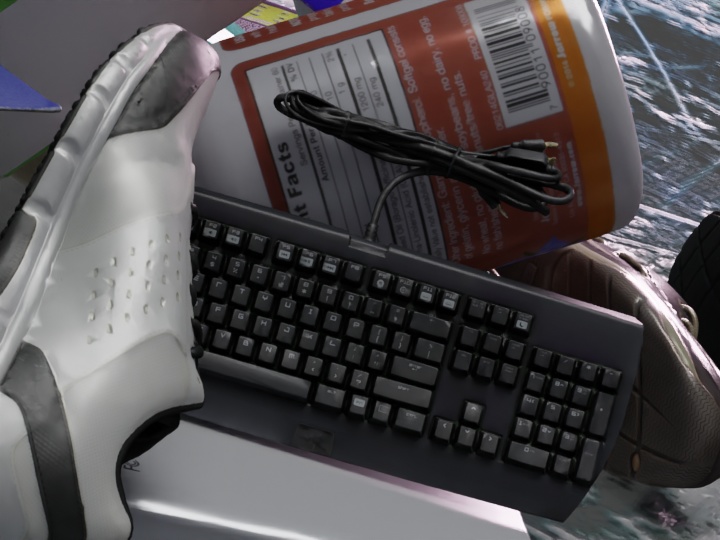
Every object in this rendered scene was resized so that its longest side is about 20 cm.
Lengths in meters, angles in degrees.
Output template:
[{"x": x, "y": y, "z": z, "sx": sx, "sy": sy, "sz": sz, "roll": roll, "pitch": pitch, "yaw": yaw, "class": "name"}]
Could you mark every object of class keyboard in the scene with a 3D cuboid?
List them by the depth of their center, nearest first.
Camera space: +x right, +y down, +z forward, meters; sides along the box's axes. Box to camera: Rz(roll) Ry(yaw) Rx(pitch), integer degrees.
[{"x": 0.000, "y": 0.000, "z": 0.766, "sx": 0.199, "sy": 0.128, "sz": 0.021, "roll": 16, "pitch": -12, "yaw": -3, "class": "keyboard"}]

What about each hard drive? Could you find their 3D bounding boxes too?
[{"x": -0.045, "y": 0.064, "z": 0.767, "sx": 0.199, "sy": 0.027, "sz": 0.132, "roll": 13, "pitch": 21, "yaw": -12, "class": "hard drive"}]

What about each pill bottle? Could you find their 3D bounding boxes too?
[{"x": -0.005, "y": -0.042, "z": 0.841, "sx": 0.199, "sy": 0.113, "sz": 0.112, "roll": -17, "pitch": 26, "yaw": -3, "class": "pill bottle"}]

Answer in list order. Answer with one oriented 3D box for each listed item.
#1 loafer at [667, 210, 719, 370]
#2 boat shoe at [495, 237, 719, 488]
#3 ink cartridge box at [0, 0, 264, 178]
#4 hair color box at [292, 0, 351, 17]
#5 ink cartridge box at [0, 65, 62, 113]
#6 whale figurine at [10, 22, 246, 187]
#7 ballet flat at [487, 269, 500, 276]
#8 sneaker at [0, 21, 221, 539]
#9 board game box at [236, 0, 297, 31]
[{"x": 0.184, "y": 0.045, "z": 0.965, "sx": 0.072, "sy": 0.073, "sz": 0.200, "roll": 20, "pitch": 28, "yaw": -21, "class": "loafer"}, {"x": 0.107, "y": 0.024, "z": 0.933, "sx": 0.073, "sy": 0.075, "sz": 0.200, "roll": 6, "pitch": 25, "yaw": -28, "class": "boat shoe"}, {"x": -0.141, "y": -0.158, "z": 0.920, "sx": 0.200, "sy": 0.145, "sz": 0.084, "roll": 55, "pitch": -1, "yaw": 39, "class": "ink cartridge box"}, {"x": 0.034, "y": -0.087, "z": 1.015, "sx": 0.109, "sy": 0.065, "sz": 0.200, "roll": 40, "pitch": -7, "yaw": 8, "class": "hair color box"}, {"x": -0.227, "y": -0.109, "z": 0.755, "sx": 0.199, "sy": 0.044, "sz": 0.196, "roll": -4, "pitch": 29, "yaw": -42, "class": "ink cartridge box"}, {"x": -0.079, "y": -0.085, "z": 1.009, "sx": 0.199, "sy": 0.104, "sz": 0.159, "roll": 3, "pitch": 25, "yaw": -36, "class": "whale figurine"}, {"x": 0.016, "y": 0.001, "z": 0.927, "sx": 0.070, "sy": 0.066, "sz": 0.200, "roll": -17, "pitch": 38, "yaw": -7, "class": "ballet flat"}, {"x": -0.080, "y": 0.010, "z": 0.700, "sx": 0.080, "sy": 0.074, "sz": 0.201, "roll": 26, "pitch": 57, "yaw": -7, "class": "sneaker"}, {"x": -0.117, "y": -0.142, "z": 1.234, "sx": 0.199, "sy": 0.032, "sz": 0.120, "roll": 19, "pitch": 16, "yaw": 4, "class": "board game box"}]
